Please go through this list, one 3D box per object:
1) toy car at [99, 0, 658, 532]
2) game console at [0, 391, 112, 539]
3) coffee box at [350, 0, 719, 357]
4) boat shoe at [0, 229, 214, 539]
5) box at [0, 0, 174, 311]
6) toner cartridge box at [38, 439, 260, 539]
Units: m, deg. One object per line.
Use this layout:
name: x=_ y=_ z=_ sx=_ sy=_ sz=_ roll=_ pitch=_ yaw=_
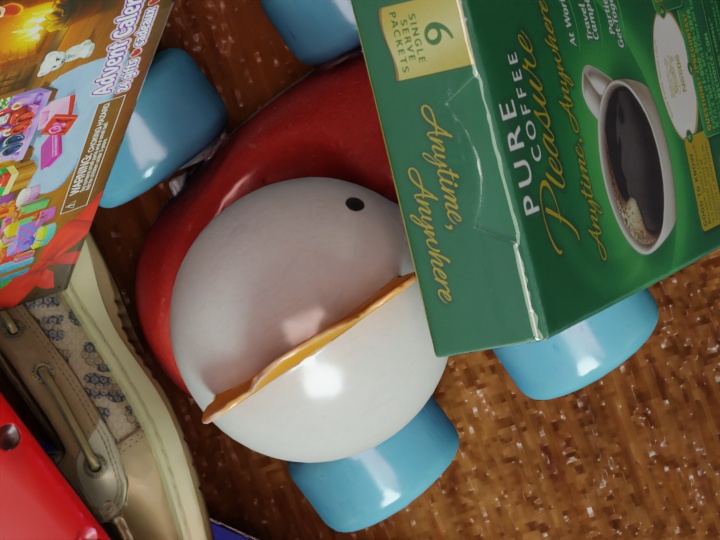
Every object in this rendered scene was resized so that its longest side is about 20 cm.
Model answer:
toy car: x=0.000 y=0.000 z=0.965 sx=0.177 sy=0.200 sz=0.185 roll=-33 pitch=102 yaw=7
game console: x=-0.183 y=0.113 z=0.932 sx=0.172 sy=0.119 sz=0.200 roll=-11 pitch=121 yaw=43
coffee box: x=0.073 y=-0.052 z=0.952 sx=0.044 sy=0.200 sz=0.123 roll=-10 pitch=98 yaw=31
boat shoe: x=-0.105 y=0.049 z=1.018 sx=0.063 sy=0.073 sz=0.200 roll=-22 pitch=75 yaw=-12
box: x=-0.139 y=-0.040 z=0.887 sx=0.137 sy=0.200 sz=0.039 roll=-19 pitch=65 yaw=-28
toner cartridge box: x=-0.060 y=0.146 z=1.062 sx=0.200 sy=0.043 sz=0.095 roll=26 pitch=74 yaw=-6
